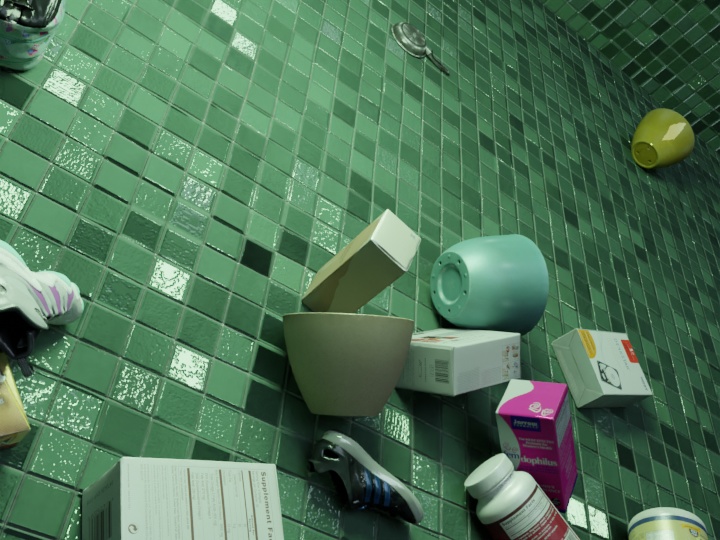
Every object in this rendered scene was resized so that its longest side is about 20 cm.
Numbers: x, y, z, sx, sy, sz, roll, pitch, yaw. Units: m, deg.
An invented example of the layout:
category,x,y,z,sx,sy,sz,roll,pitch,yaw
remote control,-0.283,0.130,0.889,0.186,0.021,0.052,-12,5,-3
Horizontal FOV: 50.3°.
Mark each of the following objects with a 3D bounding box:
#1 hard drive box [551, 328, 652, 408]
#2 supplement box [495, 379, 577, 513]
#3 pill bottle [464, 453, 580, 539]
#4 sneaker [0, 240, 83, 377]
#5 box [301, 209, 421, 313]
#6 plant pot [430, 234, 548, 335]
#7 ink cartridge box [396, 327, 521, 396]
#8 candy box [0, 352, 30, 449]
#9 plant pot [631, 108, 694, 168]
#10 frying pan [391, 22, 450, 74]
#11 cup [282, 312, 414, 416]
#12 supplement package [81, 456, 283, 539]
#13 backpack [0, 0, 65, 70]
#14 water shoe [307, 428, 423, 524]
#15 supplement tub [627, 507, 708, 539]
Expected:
category,x,y,z,sx,sy,sz,roll,pitch,yaw
hard drive box,0.533,0.217,1.692,0.199,0.077,0.157,7,56,-41
supplement box,0.303,0.298,1.309,0.103,0.100,0.201,-45,129,-52
pill bottle,0.263,0.405,1.251,0.200,0.113,0.113,53,39,4
sneaker,-0.380,0.061,0.877,0.141,0.077,0.200,65,8,27
box,0.000,0.000,1.248,0.078,0.200,0.095,41,40,-11
plant pot,0.231,0.029,1.465,0.160,0.201,0.202,1,59,-31
ink cartridge box,0.155,0.155,1.345,0.199,0.175,0.085,-4,94,-45
candy box,-0.454,0.106,0.839,0.115,0.055,0.201,-8,65,-48
plant pot,0.994,-0.422,2.584,0.142,0.200,0.201,-36,87,-27
frying pan,0.156,-0.578,2.001,0.190,0.031,0.115,48,40,1
cup,-0.021,0.143,1.148,0.199,0.200,0.145,10,79,-39
supplement package,-0.203,0.293,0.885,0.199,0.117,0.118,14,51,-37
backpack,-0.508,-0.402,1.138,0.166,0.127,0.201,10,53,-24
water shoe,0.004,0.319,1.122,0.200,0.071,0.079,44,67,-11
supplement tub,0.571,0.557,1.403,0.144,0.144,0.201,33,42,-20
